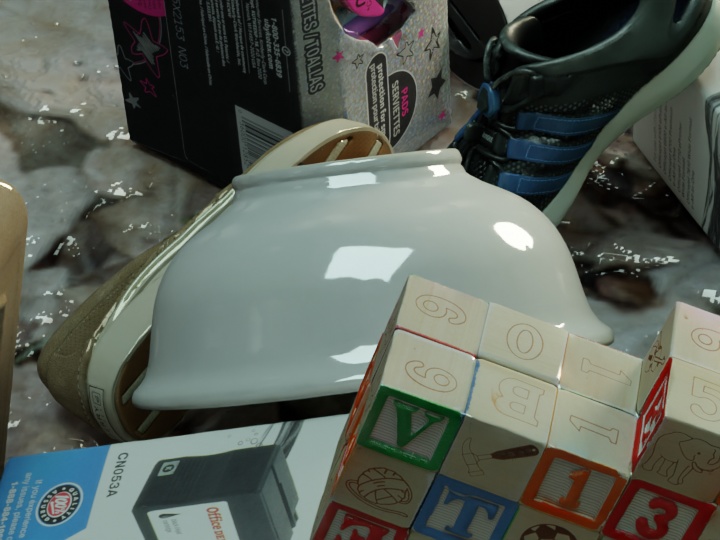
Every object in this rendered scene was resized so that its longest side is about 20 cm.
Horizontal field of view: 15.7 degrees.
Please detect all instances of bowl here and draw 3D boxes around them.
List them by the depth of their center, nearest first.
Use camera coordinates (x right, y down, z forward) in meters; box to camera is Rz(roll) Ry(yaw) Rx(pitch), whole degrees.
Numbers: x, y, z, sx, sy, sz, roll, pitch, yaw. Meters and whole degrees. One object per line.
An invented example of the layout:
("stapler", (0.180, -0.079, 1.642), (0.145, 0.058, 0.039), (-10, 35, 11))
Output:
("bowl", (0.000, 0.000, 1.075), (0.200, 0.091, 0.201), (-7, 0, 0))

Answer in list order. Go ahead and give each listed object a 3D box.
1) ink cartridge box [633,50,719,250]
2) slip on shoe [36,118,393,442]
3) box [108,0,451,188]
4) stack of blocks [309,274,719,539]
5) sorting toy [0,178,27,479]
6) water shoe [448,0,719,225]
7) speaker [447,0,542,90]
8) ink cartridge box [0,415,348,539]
("ink cartridge box", (0.232, -0.055, 1.201), (0.145, 0.084, 0.200), (-18, 43, -13))
("slip on shoe", (-0.063, -0.002, 1.178), (0.060, 0.076, 0.200), (17, 54, 41))
("box", (-0.038, -0.144, 1.239), (0.132, 0.200, 0.115), (27, 51, 31))
("stack of blocks", (0.095, 0.072, 0.862), (0.199, 0.115, 0.059), (20, 40, -2))
("sorting toy", (-0.175, 0.090, 0.980), (0.036, 0.200, 0.185), (15, 44, 9))
("water shoe", (0.074, -0.076, 1.175), (0.200, 0.079, 0.072), (-47, 42, 5))
("speaker", (0.126, -0.166, 1.345), (0.200, 0.081, 0.081), (-29, 46, -26))
("ink cartridge box", (-0.041, 0.135, 0.965), (0.199, 0.084, 0.145), (-8, 38, 16))
